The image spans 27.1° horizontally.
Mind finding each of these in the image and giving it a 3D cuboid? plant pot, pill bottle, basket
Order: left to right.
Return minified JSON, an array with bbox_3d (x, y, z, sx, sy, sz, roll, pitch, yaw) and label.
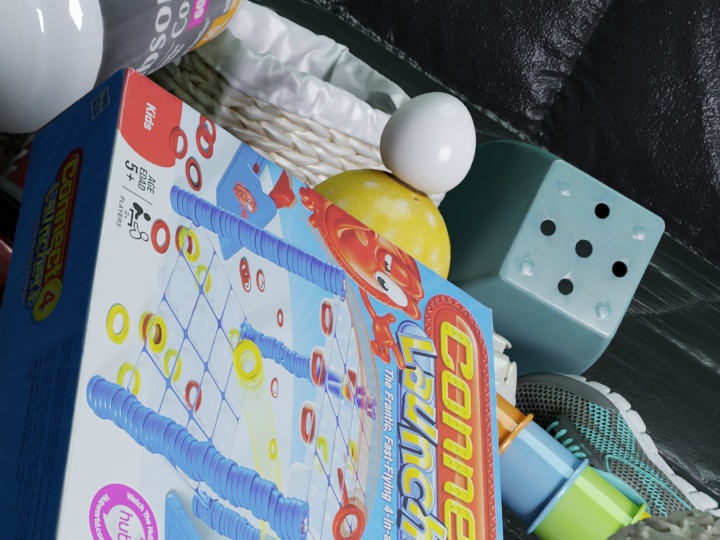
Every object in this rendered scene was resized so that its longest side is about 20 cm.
[{"bbox_3d":[-0.142,-0.130,0.676,0.116,0.117,0.200,33,37,10],"label":"pill bottle"},{"bbox_3d":[-0.075,-0.082,0.989,0.199,0.162,0.198,21,16,-39],"label":"basket"},{"bbox_3d":[0.123,-0.007,1.063,0.141,0.142,0.200,29,-8,-8],"label":"plant pot"}]

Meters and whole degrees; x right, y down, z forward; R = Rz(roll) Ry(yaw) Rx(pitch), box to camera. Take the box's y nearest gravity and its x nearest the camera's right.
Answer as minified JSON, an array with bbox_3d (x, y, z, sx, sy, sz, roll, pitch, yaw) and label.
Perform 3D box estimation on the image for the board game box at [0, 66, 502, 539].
[{"bbox_3d":[-0.033,0.063,0.514,0.195,0.056,0.201,32,44,-35],"label":"board game box"}]

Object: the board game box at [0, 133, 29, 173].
[{"bbox_3d":[-0.219,-0.051,0.745,0.199,0.032,0.121,29,43,-15],"label":"board game box"}]

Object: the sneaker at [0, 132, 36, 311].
[{"bbox_3d":[-0.148,-0.033,0.708,0.086,0.074,0.201,1,46,-23],"label":"sneaker"}]

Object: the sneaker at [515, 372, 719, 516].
[{"bbox_3d":[0.143,0.125,0.922,0.091,0.078,0.200,12,21,-45],"label":"sneaker"}]

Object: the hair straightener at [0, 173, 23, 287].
[{"bbox_3d":[-0.122,-0.020,0.636,0.199,0.077,0.041,23,-36,25],"label":"hair straightener"}]

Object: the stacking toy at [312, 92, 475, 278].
[{"bbox_3d":[0.000,0.000,0.770,0.145,0.201,0.146,29,14,-8],"label":"stacking toy"}]

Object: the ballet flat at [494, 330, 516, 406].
[{"bbox_3d":[0.069,0.074,0.941,0.069,0.071,0.200,31,13,-5],"label":"ballet flat"}]

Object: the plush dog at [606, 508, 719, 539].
[{"bbox_3d":[0.105,0.165,0.584,0.171,0.162,0.200,-20,45,-39],"label":"plush dog"}]

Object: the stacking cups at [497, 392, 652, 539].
[{"bbox_3d":[0.098,0.109,0.829,0.200,0.061,0.060,43,15,10],"label":"stacking cups"}]
